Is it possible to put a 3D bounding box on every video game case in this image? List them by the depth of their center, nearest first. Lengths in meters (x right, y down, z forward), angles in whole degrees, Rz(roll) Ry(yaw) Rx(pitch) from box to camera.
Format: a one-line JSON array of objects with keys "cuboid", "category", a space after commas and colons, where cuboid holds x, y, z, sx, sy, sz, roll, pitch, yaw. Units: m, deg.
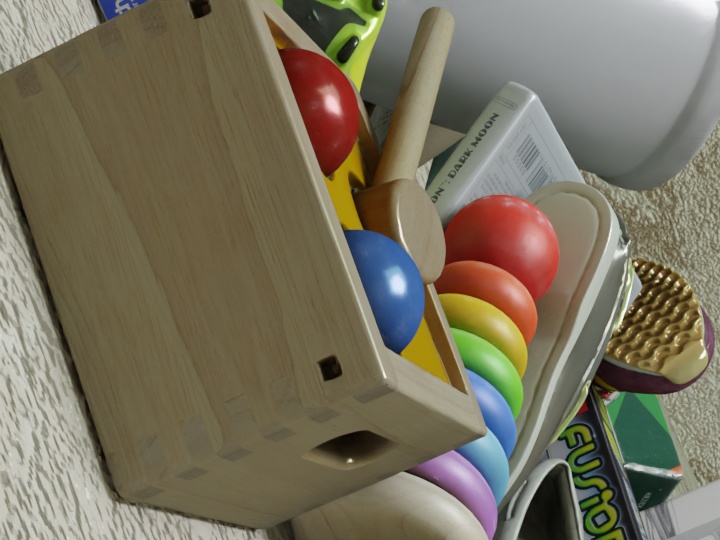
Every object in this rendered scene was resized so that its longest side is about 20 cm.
[{"cuboid": [0.058, 0.030, 1.058, 0.023, 0.182, 0.200, 29, -13, 33], "category": "video game case"}]

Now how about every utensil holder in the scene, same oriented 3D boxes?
[{"cuboid": [0.085, -0.151, 1.142, 0.199, 0.171, 0.171, 16, 34, -19], "category": "utensil holder"}]

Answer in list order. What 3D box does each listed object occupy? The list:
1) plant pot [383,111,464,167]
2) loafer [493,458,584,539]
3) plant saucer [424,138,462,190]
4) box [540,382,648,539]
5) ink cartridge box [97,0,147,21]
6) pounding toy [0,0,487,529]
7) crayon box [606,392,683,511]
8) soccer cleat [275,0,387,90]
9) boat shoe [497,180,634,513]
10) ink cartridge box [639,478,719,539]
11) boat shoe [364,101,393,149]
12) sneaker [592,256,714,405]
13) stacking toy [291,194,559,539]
[{"cuboid": [0.054, -0.169, 1.360, 0.187, 0.199, 0.189, -23, 90, -80], "category": "plant pot"}, {"cuboid": [0.080, 0.175, 1.020, 0.070, 0.070, 0.201, 28, 39, -28], "category": "loafer"}, {"cuboid": [0.070, -0.078, 1.487, 0.201, 0.038, 0.203, 15, 90, -88], "category": "plant saucer"}, {"cuboid": [0.097, 0.153, 1.115, 0.201, 0.109, 0.035, -102, 165, -46], "category": "box"}, {"cuboid": [-0.072, -0.112, 1.024, 0.095, 0.044, 0.200, 66, 10, 7], "category": "ink cartridge box"}, {"cuboid": [-0.021, -0.018, 0.799, 0.200, 0.141, 0.185, 34, 34, -71], "category": "pounding toy"}, {"cuboid": [0.140, 0.101, 1.410, 0.050, 0.127, 0.201, 13, 39, -22], "category": "crayon box"}, {"cuboid": [-0.031, -0.071, 0.941, 0.084, 0.064, 0.202, 148, -50, -69], "category": "soccer cleat"}, {"cuboid": [0.070, 0.058, 1.007, 0.072, 0.203, 0.060, 25, -7, 32], "category": "boat shoe"}, {"cuboid": [0.180, 0.191, 1.197, 0.147, 0.199, 0.083, 48, 21, -61], "category": "ink cartridge box"}, {"cuboid": [0.011, -0.127, 1.246, 0.201, 0.070, 0.070, -59, 156, -26], "category": "boat shoe"}, {"cuboid": [0.145, 0.044, 1.223, 0.200, 0.075, 0.091, 32, -29, 60], "category": "sneaker"}, {"cuboid": [0.039, 0.044, 0.919, 0.086, 0.085, 0.201, 58, 40, -37], "category": "stacking toy"}]
